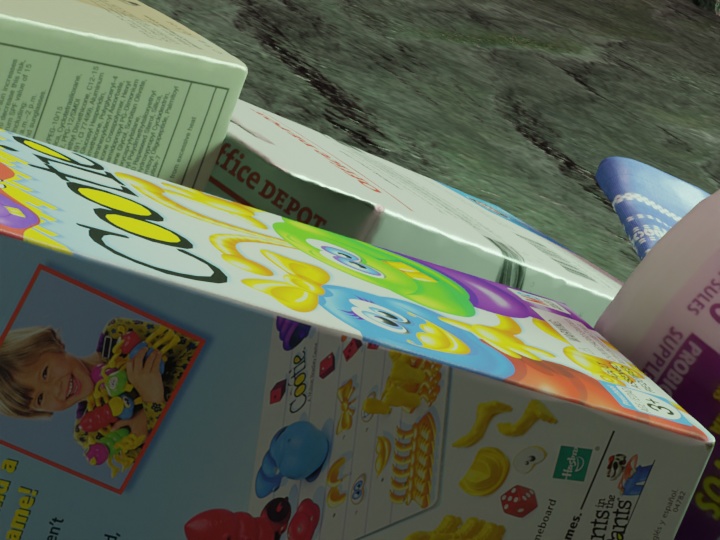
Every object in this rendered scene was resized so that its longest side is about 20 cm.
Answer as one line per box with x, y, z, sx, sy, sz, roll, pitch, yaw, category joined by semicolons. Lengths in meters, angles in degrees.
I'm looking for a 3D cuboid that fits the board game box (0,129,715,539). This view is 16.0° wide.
-0.040;0.042;0.600;0.200;0.105;0.103;17;12;-22;board game box

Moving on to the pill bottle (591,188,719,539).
0.155;0.069;0.646;0.200;0.112;0.112;39;20;29;pill bottle

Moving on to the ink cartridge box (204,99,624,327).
0.000;0.000;0.877;0.200;0.068;0.116;20;9;-43;ink cartridge box

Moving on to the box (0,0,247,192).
-0.138;-0.046;0.739;0.078;0.095;0.200;32;14;38;box

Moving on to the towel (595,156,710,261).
0.171;0.037;0.919;0.145;0.024;0.200;22;27;-33;towel
